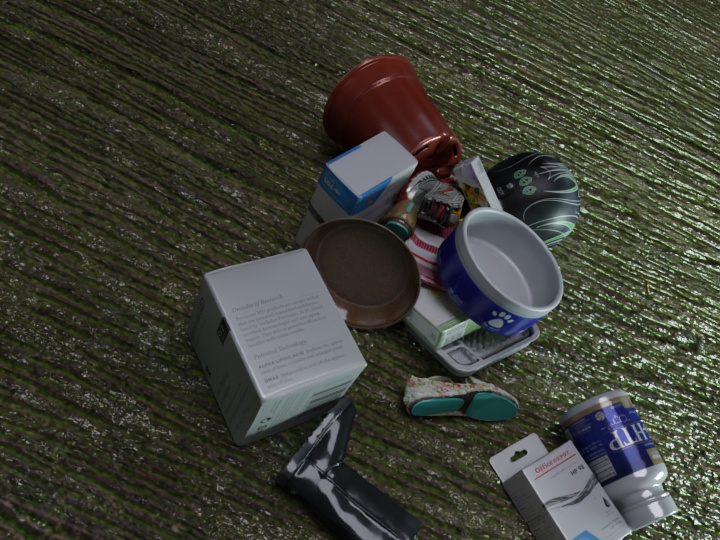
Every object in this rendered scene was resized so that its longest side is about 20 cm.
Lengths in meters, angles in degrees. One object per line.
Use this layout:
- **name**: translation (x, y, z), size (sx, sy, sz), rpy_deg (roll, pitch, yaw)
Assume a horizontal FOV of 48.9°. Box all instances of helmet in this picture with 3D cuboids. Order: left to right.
- **helmet**: translation (0.313, -0.124, 1.471), size (0.190, 0.200, 0.200), rpy_deg (-18, 65, -14)

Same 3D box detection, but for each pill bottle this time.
- **pill bottle**: translation (0.412, 0.303, 1.254), size (0.119, 0.120, 0.201), rpy_deg (-9, 62, -28)

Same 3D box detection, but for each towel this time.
- **towel**: translation (0.144, -0.035, 1.340), size (0.144, 0.023, 0.200), rpy_deg (23, 38, 3)

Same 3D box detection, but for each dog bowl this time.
- **dog bowl**: translation (0.222, 0.000, 1.263), size (0.200, 0.079, 0.201), rpy_deg (21, 44, -22)

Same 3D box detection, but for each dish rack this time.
- **dish rack**: translation (0.179, 0.098, 1.318), size (0.200, 0.044, 0.172), rpy_deg (-20, 48, -33)

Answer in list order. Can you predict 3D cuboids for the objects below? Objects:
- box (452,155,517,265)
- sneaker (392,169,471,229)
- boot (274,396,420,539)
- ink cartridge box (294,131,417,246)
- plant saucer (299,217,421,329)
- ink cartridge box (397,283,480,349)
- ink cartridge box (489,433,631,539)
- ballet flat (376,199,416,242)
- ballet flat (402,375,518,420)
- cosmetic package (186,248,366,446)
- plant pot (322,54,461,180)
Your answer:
- **box**: translation (0.221, -0.098, 1.362), size (0.041, 0.039, 0.200), rpy_deg (-45, 112, -51)
- **sneaker**: translation (0.131, -0.115, 1.332), size (0.200, 0.078, 0.082), rpy_deg (-6, 48, -51)
- **boot**: translation (0.005, 0.299, 1.111), size (0.200, 0.066, 0.165), rpy_deg (37, 60, 8)
- **ink cartridge box**: translation (-0.010, -0.110, 1.299), size (0.086, 0.200, 0.146), rpy_deg (46, 52, 13)
- **plant saucer**: translation (0.000, 0.000, 1.238), size (0.200, 0.201, 0.037), rpy_deg (31, 34, -1)
- **ink cartridge box**: translation (0.114, 0.033, 1.313), size (0.145, 0.048, 0.200), rpy_deg (-22, 51, -35)
- **ink cartridge box**: translation (0.302, 0.344, 1.211), size (0.116, 0.067, 0.200), rpy_deg (-20, 68, -32)
- **ballet flat**: translation (0.039, -0.056, 1.281), size (0.068, 0.200, 0.072), rpy_deg (32, 58, -5)
- **ballet flat**: translation (0.158, 0.195, 1.250), size (0.199, 0.076, 0.064), rpy_deg (8, 39, -23)
- **cosmetic package**: translation (-0.125, 0.107, 1.122), size (0.165, 0.165, 0.200), rpy_deg (-16, 64, -31)
- **plant pot**: translation (0.067, -0.241, 1.402), size (0.200, 0.201, 0.195), rpy_deg (-16, 55, -31)
